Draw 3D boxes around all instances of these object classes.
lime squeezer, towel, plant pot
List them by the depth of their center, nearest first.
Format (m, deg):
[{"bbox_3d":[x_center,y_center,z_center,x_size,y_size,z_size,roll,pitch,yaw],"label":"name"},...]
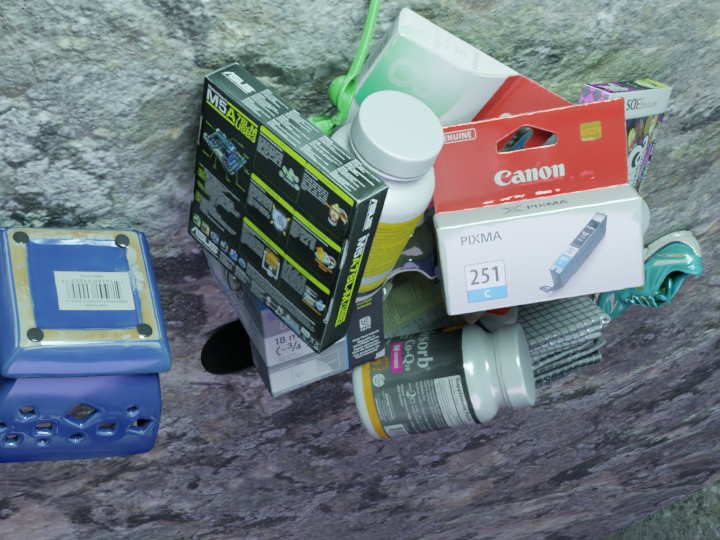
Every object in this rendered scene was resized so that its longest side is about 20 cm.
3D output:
[{"bbox_3d":[-0.033,-0.165,0.954,0.199,0.071,0.037,-36,166,31],"label":"lime squeezer"},{"bbox_3d":[-0.306,0.068,1.087,0.197,0.202,0.181,1,142,-29],"label":"plant pot"},{"bbox_3d":[0.217,0.083,1.407,0.197,0.166,0.087,-19,124,-16],"label":"towel"}]

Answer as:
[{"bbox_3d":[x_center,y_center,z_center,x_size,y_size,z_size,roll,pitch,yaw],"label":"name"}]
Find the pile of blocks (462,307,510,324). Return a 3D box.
[{"bbox_3d":[0.156,0.008,1.124,0.082,0.062,0.200,-36,171,-19],"label":"pile of blocks"}]

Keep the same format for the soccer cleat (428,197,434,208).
[{"bbox_3d":[0.109,-0.133,1.099,0.073,0.069,0.200,-15,158,-48],"label":"soccer cleat"}]

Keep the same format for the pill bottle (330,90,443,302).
[{"bbox_3d":[0.005,-0.068,0.974,0.109,0.113,0.201,-3,146,-24],"label":"pill bottle"}]

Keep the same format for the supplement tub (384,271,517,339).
[{"bbox_3d":[0.084,0.050,1.316,0.198,0.147,0.144,-30,149,25],"label":"supplement tub"}]

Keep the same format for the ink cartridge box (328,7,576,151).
[{"bbox_3d":[0.082,-0.139,0.996,0.198,0.051,0.161,27,136,-15],"label":"ink cartridge box"}]

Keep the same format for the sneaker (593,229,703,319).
[{"bbox_3d":[0.417,0.020,1.515,0.076,0.081,0.200,4,147,-34],"label":"sneaker"}]

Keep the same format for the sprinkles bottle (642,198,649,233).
[{"bbox_3d":[0.276,-0.082,1.265,0.198,0.069,0.068,14,140,-44],"label":"sprinkles bottle"}]

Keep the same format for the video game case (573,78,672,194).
[{"bbox_3d":[0.255,-0.096,1.087,0.180,0.035,0.204,-16,124,-53],"label":"video game case"}]

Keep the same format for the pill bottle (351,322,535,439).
[{"bbox_3d":[0.097,0.126,1.205,0.196,0.118,0.116,-12,154,16],"label":"pill bottle"}]

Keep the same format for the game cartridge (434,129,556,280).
[{"bbox_3d":[0.157,-0.083,1.141,0.040,0.134,0.200,37,136,-5],"label":"game cartridge"}]

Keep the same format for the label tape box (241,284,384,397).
[{"bbox_3d":[-0.051,0.027,1.115,0.142,0.064,0.202,-19,134,-17],"label":"label tape box"}]

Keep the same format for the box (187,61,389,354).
[{"bbox_3d":[-0.075,-0.054,0.948,0.047,0.199,0.195,-29,149,-40],"label":"box"}]

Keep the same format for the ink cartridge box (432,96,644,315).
[{"bbox_3d":[0.167,-0.059,0.988,0.196,0.045,0.179,-9,113,2],"label":"ink cartridge box"}]

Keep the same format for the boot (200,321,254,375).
[{"bbox_3d":[-0.109,0.124,1.425,0.196,0.070,0.175,-18,152,-3],"label":"boot"}]

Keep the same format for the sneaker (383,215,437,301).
[{"bbox_3d":[0.000,0.000,1.202,0.197,0.091,0.067,-20,-170,22],"label":"sneaker"}]

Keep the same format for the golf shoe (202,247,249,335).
[{"bbox_3d":[-0.130,0.013,1.200,0.078,0.097,0.201,-42,151,-19],"label":"golf shoe"}]
